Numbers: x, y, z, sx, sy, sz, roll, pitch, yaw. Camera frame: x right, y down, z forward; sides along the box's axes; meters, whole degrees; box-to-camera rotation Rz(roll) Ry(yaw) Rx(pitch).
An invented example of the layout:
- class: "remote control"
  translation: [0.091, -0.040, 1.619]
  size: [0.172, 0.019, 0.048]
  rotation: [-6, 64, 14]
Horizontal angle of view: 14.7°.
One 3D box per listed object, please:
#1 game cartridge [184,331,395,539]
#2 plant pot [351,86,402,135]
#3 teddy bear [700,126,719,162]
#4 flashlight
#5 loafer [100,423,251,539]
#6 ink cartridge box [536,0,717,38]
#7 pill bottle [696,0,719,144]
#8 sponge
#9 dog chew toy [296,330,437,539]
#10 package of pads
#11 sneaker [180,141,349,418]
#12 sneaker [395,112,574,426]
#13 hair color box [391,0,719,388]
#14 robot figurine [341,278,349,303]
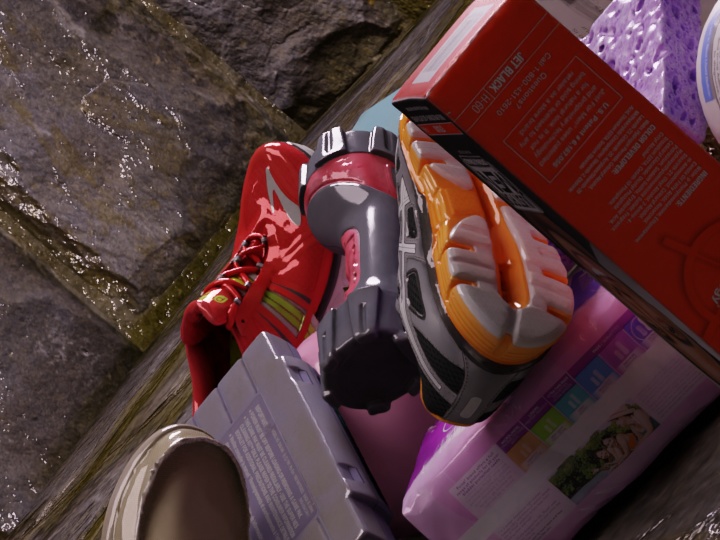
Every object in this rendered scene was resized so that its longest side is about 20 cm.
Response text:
- class: "game cartridge"
  translation: [-0.050, 0.126, 1.389]
  size: [0.130, 0.038, 0.200]
  rotation: [-46, 31, 10]
- class: "plant pot"
  translation: [0.099, -0.075, 1.767]
  size: [0.200, 0.141, 0.141]
  rotation: [-37, 13, 31]
- class: "teddy bear"
  translation: [0.126, -0.053, 1.428]
  size: [0.200, 0.145, 0.067]
  rotation: [-41, 40, 46]
- class: "flashlight"
  translation: [0.000, 0.000, 1.451]
  size: [0.200, 0.068, 0.068]
  rotation: [-90, 3, -56]
- class: "loafer"
  translation: [-0.081, 0.165, 1.299]
  size: [0.068, 0.076, 0.200]
  rotation: [-19, 56, 46]
- class: "ink cartridge box"
  translation: [0.185, -0.145, 1.529]
  size: [0.084, 0.145, 0.200]
  rotation: [-53, 7, -28]
- class: "pill bottle"
  translation: [0.222, -0.093, 1.150]
  size: [0.114, 0.114, 0.200]
  rotation: [-51, 7, -10]
- class: "sponge"
  translation: [0.091, -0.047, 1.321]
  size: [0.200, 0.030, 0.112]
  rotation: [-45, 29, 38]
- class: "dog chew toy"
  translation: [0.042, 0.054, 1.516]
  size: [0.200, 0.125, 0.125]
  rotation: [-44, 3, -33]
- class: "package of pads"
  translation: [0.110, 0.047, 1.268]
  size: [0.200, 0.076, 0.121]
  rotation: [-47, 5, 18]
- class: "sneaker"
  translation: [-0.058, 0.019, 1.548]
  size: [0.077, 0.085, 0.200]
  rotation: [-10, 69, 45]
- class: "sneaker"
  translation: [0.045, -0.013, 1.259]
  size: [0.200, 0.078, 0.077]
  rotation: [-90, 20, -51]
- class: "hair color box"
  translation: [0.111, -0.026, 1.125]
  size: [0.061, 0.200, 0.102]
  rotation: [-50, 7, -2]
- class: "robot figurine"
  translation: [0.024, 0.039, 1.639]
  size: [0.200, 0.116, 0.175]
  rotation: [-45, -30, -15]
